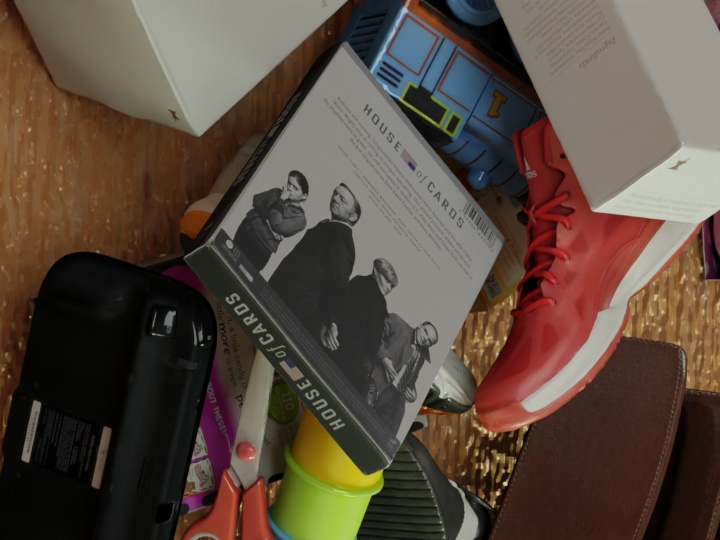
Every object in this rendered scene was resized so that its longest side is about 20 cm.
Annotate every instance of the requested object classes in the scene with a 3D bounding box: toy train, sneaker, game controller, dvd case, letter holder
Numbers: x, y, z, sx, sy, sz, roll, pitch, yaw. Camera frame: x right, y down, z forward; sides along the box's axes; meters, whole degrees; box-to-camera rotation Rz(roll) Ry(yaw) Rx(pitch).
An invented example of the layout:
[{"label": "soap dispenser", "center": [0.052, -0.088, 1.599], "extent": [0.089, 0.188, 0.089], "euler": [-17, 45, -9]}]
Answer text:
[{"label": "toy train", "center": [0.077, -0.105, 1.401], "extent": [0.200, 0.087, 0.115], "euler": [33, 78, -24]}, {"label": "sneaker", "center": [0.000, 0.000, 1.329], "extent": [0.200, 0.076, 0.092], "euler": [41, 63, -23]}, {"label": "game controller", "center": [-0.138, 0.093, 1.272], "extent": [0.042, 0.104, 0.201], "euler": [-9, 116, -59]}, {"label": "dvd case", "center": [-0.003, -0.011, 1.267], "extent": [0.150, 0.025, 0.200], "euler": [51, 37, -16]}, {"label": "sneaker", "center": [0.045, 0.153, 1.407], "extent": [0.089, 0.074, 0.201], "euler": [-54, 138, -40]}, {"label": "sneaker", "center": [0.100, -0.012, 1.342], "extent": [0.116, 0.078, 0.200], "euler": [50, 56, -17]}, {"label": "letter holder", "center": [0.164, 0.149, 1.403], "extent": [0.101, 0.142, 0.201], "euler": [67, 38, -47]}]

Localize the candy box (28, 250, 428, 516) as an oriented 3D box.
[{"label": "candy box", "center": [-0.072, 0.052, 1.358], "extent": [0.199, 0.061, 0.137], "euler": [-17, 96, -30]}]

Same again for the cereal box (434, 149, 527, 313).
[{"label": "cereal box", "center": [0.110, -0.084, 1.484], "extent": [0.200, 0.039, 0.144], "euler": [-33, 102, -27]}]

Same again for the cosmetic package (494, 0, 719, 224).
[{"label": "cosmetic package", "center": [0.139, -0.128, 1.320], "extent": [0.101, 0.074, 0.201], "euler": [5, 56, -47]}]

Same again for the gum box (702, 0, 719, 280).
[{"label": "gum box", "center": [0.279, -0.096, 1.569], "extent": [0.113, 0.066, 0.201], "euler": [-3, 88, -32]}]

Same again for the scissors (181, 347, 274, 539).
[{"label": "scissors", "center": [-0.068, 0.106, 1.290], "extent": [0.014, 0.073, 0.201], "euler": [-48, 138, -64]}]

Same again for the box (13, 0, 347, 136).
[{"label": "box", "center": [-0.077, -0.181, 1.316], "extent": [0.200, 0.124, 0.098], "euler": [-45, 132, -25]}]

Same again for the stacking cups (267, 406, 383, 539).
[{"label": "stacking cups", "center": [-0.029, 0.159, 1.332], "extent": [0.060, 0.061, 0.201], "euler": [5, 113, -30]}]
